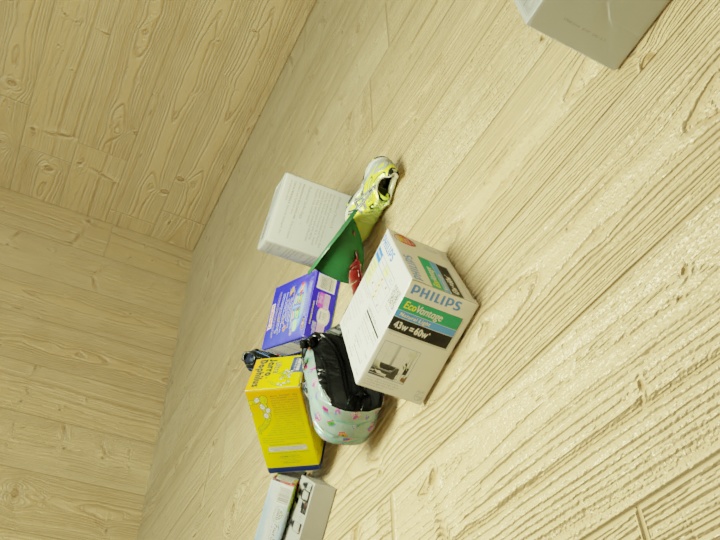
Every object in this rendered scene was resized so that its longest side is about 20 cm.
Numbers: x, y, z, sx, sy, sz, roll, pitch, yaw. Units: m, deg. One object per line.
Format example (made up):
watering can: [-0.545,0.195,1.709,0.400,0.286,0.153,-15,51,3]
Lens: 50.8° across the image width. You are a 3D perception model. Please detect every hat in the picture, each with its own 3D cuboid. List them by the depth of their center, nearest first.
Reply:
hat: [0.000,0.000,1.611,0.200,0.176,0.166,-53,2,-9]

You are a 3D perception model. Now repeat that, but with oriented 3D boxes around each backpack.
backpack: [-0.025,0.211,1.368,0.200,0.166,0.127,-105,20,-53]

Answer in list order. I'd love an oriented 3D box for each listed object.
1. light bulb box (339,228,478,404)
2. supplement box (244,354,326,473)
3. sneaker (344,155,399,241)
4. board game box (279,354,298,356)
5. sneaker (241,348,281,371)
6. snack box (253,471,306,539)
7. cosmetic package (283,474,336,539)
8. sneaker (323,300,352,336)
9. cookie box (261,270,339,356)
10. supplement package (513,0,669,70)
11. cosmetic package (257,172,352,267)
light bulb box: [0.071,0.073,1.250,0.200,0.124,0.198,-63,21,20]
supplement box: [-0.141,0.280,1.481,0.109,0.109,0.201,-79,-20,-63]
sneaker: [0.023,-0.149,1.662,0.076,0.075,0.201,50,125,56]
board game box: [-0.216,0.252,1.979,0.200,0.035,0.127,-21,52,65]
sneaker: [-0.243,0.236,1.896,0.200,0.078,0.070,-7,65,67]
snack box: [-0.168,0.502,1.511,0.142,0.053,0.201,34,-107,-82]
cosmetic package: [-0.108,0.499,1.442,0.083,0.051,0.201,-10,62,69]
sneaker: [0.001,0.101,1.480,0.200,0.082,0.073,-40,73,23]
cookie box: [-0.144,0.106,1.823,0.200,0.075,0.172,-21,52,52]
supplement package: [0.305,-0.406,1.030,0.151,0.151,0.200,-56,24,34]
cosmetic package: [-0.117,-0.104,1.773,0.167,0.199,0.167,158,130,-74]
